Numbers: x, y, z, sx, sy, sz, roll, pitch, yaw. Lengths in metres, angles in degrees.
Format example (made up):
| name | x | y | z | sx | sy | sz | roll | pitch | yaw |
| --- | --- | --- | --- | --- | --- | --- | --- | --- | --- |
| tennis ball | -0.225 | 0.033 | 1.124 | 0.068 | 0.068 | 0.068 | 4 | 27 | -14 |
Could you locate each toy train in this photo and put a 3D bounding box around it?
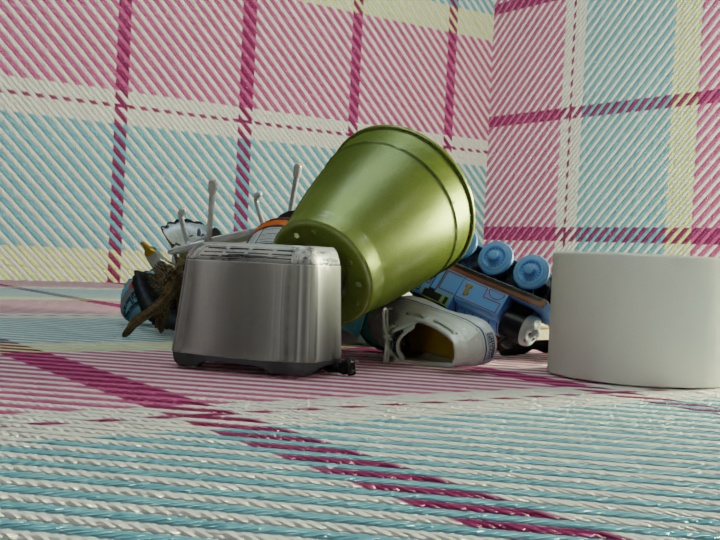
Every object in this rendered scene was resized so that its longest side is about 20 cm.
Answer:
| name | x | y | z | sx | sy | sz | roll | pitch | yaw |
| --- | --- | --- | --- | --- | --- | --- | --- | --- | --- |
| toy train | 0.160 | 0.025 | 1.295 | 0.200 | 0.114 | 0.087 | 25 | -10 | 33 |

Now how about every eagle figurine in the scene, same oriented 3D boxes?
| name | x | y | z | sx | sy | sz | roll | pitch | yaw |
| --- | --- | --- | --- | --- | --- | --- | --- | --- | --- |
| eagle figurine | -0.254 | 0.013 | 1.441 | 0.152 | 0.151 | 0.200 | -8 | 9 | -5 |

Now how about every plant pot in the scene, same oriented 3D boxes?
| name | x | y | z | sx | sy | sz | roll | pitch | yaw |
| --- | --- | --- | --- | --- | --- | --- | --- | --- | --- |
| plant pot | 0.000 | -0.039 | 1.188 | 0.200 | 0.201 | 0.193 | 3 | 29 | 33 |

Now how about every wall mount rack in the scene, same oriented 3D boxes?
| name | x | y | z | sx | sy | sz | roll | pitch | yaw |
| --- | --- | --- | --- | --- | --- | --- | --- | --- | --- |
| wall mount rack | -0.155 | -0.078 | 1.347 | 0.200 | 0.075 | 0.174 | -15 | 0 | -26 |

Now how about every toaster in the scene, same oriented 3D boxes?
| name | x | y | z | sx | sy | sz | roll | pitch | yaw |
| --- | --- | --- | --- | --- | --- | --- | --- | --- | --- |
| toaster | -0.097 | 0.037 | 1.064 | 0.200 | 0.129 | 0.114 | 3 | 2 | 24 |

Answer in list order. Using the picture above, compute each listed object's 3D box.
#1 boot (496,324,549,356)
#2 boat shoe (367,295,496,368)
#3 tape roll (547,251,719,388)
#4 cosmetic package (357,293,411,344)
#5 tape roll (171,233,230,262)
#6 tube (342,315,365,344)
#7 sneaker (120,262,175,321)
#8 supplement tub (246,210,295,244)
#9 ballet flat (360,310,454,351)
| name | x | y | z | sx | sy | sz | roll | pitch | yaw |
| --- | --- | --- | --- | --- | --- | --- | --- | --- | --- |
| boot | 0.249 | 0.068 | 1.383 | 0.200 | 0.076 | 0.074 | 5 | -31 | -44 |
| boat shoe | 0.055 | 0.078 | 1.179 | 0.086 | 0.075 | 0.202 | -10 | 15 | -36 |
| tape roll | 0.313 | 0.050 | 1.165 | 0.202 | 0.139 | 0.203 | 2 | 1 | 0 |
| cosmetic package | 0.045 | 0.052 | 1.498 | 0.071 | 0.102 | 0.200 | 3 | 2 | 30 |
| tape roll | -0.209 | 0.010 | 1.699 | 0.202 | 0.139 | 0.203 | 3 | 1 | 0 |
| tube | 0.000 | 0.000 | 1.369 | 0.077 | 0.200 | 0.050 | -10 | -39 | 41 |
| sneaker | -0.289 | 0.045 | 1.557 | 0.200 | 0.096 | 0.079 | -24 | -41 | 29 |
| supplement tub | -0.101 | 0.005 | 1.266 | 0.107 | 0.107 | 0.200 | 3 | 33 | 14 |
| ballet flat | 0.074 | 0.082 | 1.301 | 0.070 | 0.067 | 0.200 | 31 | -15 | -32 |
